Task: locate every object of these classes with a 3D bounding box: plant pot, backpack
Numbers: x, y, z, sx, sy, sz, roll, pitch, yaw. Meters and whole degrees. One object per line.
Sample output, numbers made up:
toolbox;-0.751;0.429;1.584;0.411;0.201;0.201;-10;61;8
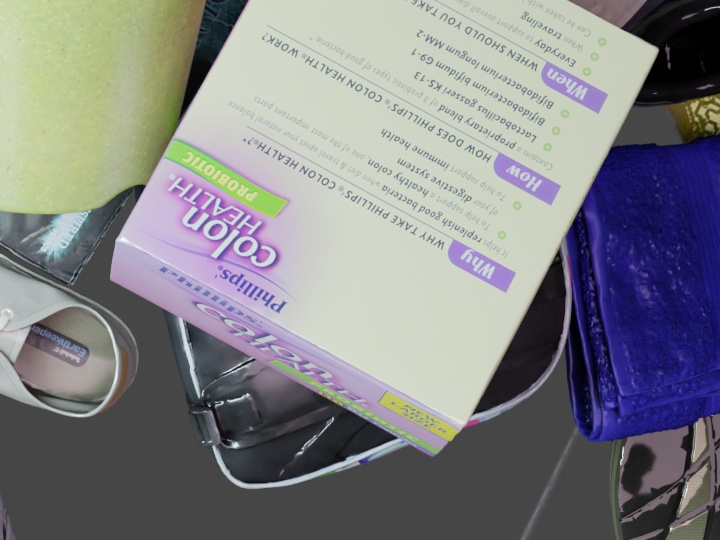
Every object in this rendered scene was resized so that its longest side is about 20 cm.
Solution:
plant pot;-0.146;-0.135;1.359;0.199;0.201;0.185;-3;124;-14
backpack;0.000;0.000;1.477;0.199;0.151;0.178;-15;106;-2

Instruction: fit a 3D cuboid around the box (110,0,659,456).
box;0.009;-0.047;1.360;0.175;0.097;0.201;28;76;-1

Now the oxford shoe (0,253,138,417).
oxford shoe;-0.200;0.020;1.479;0.199;0.058;0.075;22;99;-17

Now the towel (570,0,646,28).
towel;0.119;-0.196;1.433;0.200;0.034;0.133;-46;127;-1

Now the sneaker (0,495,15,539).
sneaker;-0.244;0.124;1.484;0.114;0.075;0.201;-14;125;7

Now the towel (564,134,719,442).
towel;0.188;0.002;1.538;0.199;0.049;0.149;-8;90;-34

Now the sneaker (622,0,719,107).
sneaker;0.212;-0.127;1.538;0.199;0.088;0.076;-23;107;-9

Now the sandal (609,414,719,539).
sandal;0.163;0.063;1.591;0.079;0.057;0.202;-4;89;-10

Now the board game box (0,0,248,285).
board game box;-0.146;-0.110;1.477;0.135;0.028;0.200;33;92;-20
